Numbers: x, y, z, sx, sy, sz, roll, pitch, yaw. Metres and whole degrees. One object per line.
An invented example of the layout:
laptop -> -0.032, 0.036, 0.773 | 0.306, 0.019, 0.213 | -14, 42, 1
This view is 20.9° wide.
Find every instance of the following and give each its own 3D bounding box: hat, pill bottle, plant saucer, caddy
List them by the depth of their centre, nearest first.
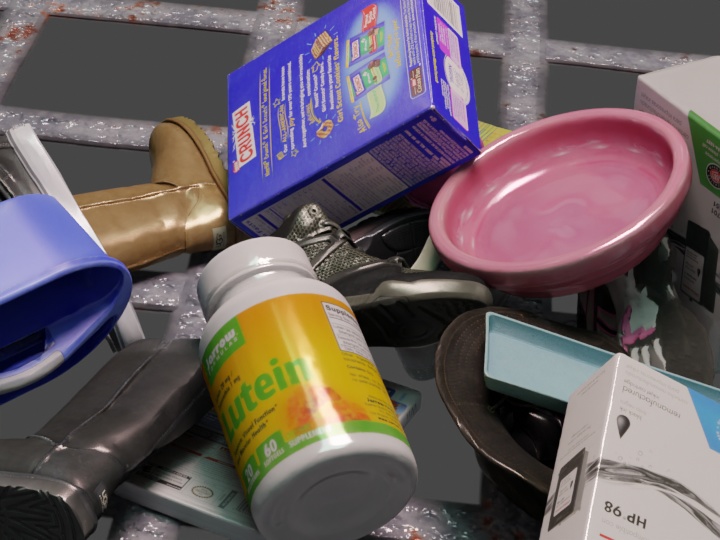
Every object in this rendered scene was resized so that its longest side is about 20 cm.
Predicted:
pill bottle -> -0.044, 0.076, 1.301 | 0.111, 0.111, 0.200 | -8, 50, -19
plant saucer -> 0.175, 0.085, 1.326 | 0.200, 0.019, 0.070 | 19, 36, -9
hat -> 0.127, 0.118, 1.341 | 0.201, 0.081, 0.201 | 17, 36, -13
caddy -> -0.254, 0.039, 1.356 | 0.200, 0.141, 0.105 | -27, 64, -28
plant saucer -> 0.152, -0.045, 1.452 | 0.200, 0.051, 0.201 | -17, 33, 11

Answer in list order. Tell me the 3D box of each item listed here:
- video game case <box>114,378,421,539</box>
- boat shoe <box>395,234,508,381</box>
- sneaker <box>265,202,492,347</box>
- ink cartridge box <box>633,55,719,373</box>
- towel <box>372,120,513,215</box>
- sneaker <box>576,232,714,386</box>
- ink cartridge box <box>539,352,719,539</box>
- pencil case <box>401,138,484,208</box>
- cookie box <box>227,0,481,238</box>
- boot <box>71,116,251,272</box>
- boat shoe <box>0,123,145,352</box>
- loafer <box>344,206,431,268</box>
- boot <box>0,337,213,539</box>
video game case -> -0.062, 0.121, 1.381 | 0.143, 0.018, 0.200 | 18, 35, 20
boat shoe -> 0.080, 0.012, 1.520 | 0.070, 0.072, 0.201 | 13, 40, 27
sneaker -> 0.000, 0.000, 1.426 | 0.199, 0.076, 0.114 | -6, 58, 21
ink cartridge box -> 0.276, -0.042, 1.511 | 0.083, 0.200, 0.147 | -16, 37, -24
towel -> 0.094, -0.079, 1.707 | 0.144, 0.023, 0.200 | 20, 36, 21
sneaker -> 0.207, 0.050, 1.480 | 0.080, 0.086, 0.200 | 12, 50, -19
ink cartridge box -> 0.177, 0.166, 1.211 | 0.116, 0.067, 0.200 | 27, 51, -13
pencil case -> 0.019, -0.115, 1.653 | 0.094, 0.091, 0.200 | 10, 13, -36
cookie box -> -0.010, -0.127, 1.565 | 0.200, 0.075, 0.171 | -27, 45, 26
boot -> -0.207, -0.056, 1.595 | 0.200, 0.066, 0.175 | -14, 37, -24
boat shoe -> -0.232, -0.015, 1.473 | 0.066, 0.070, 0.200 | -30, 85, -7
loafer -> -0.002, -0.013, 1.552 | 0.200, 0.072, 0.063 | -22, 37, -31
boot -> -0.204, 0.105, 1.330 | 0.165, 0.066, 0.200 | 11, 35, 22
